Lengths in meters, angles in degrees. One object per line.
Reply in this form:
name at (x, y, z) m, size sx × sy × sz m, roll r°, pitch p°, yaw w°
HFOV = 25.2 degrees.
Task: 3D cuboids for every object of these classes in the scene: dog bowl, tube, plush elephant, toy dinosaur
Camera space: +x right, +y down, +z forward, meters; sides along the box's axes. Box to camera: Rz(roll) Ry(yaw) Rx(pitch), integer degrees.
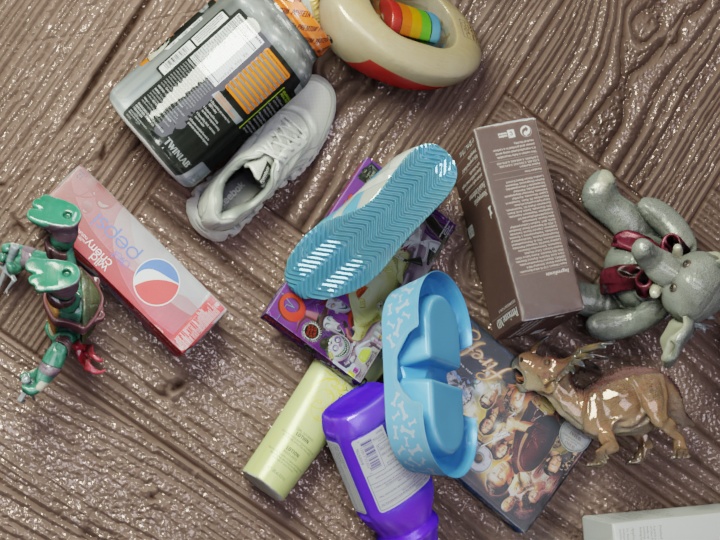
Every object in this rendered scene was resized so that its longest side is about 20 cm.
dog bowl at (0.065, 0.103, 1.565) m, size 0.111 × 0.049 × 0.202 m, roll 21°, pitch 62°, yaw -56°
tube at (-0.042, 0.134, 1.606) m, size 0.201 × 0.052 × 0.058 m, roll -54°, pitch 142°, yaw -17°
plush elephant at (0.306, 0.006, 1.645) m, size 0.199 × 0.155 × 0.166 m, roll 31°, pitch 80°, yaw -10°
toy dinosaur at (0.264, 0.128, 1.632) m, size 0.198 × 0.086 × 0.137 m, roll -2°, pitch 80°, yaw -20°

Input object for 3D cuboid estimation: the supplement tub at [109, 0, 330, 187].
supplement tub at (-0.132, -0.187, 1.546) m, size 0.200 × 0.123 × 0.123 m, roll -41°, pitch 97°, yaw -2°

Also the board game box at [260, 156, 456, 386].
board game box at (0.000, 0.000, 1.617) m, size 0.120 × 0.032 × 0.201 m, roll 34°, pitch 69°, yaw -6°

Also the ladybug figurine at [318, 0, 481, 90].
ladybug figurine at (0.036, -0.236, 1.612) m, size 0.199 × 0.072 × 0.137 m, roll 14°, pitch 48°, yaw -35°

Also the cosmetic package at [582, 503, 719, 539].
cosmetic package at (0.340, 0.301, 1.673) m, size 0.198 × 0.085 × 0.109 m, roll -2°, pitch 87°, yaw -15°

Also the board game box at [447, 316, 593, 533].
board game box at (0.130, 0.154, 1.654) m, size 0.200 × 0.035 × 0.136 m, roll 40°, pitch 78°, yaw -9°

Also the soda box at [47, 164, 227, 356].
soda box at (-0.223, -0.007, 1.554) m, size 0.200 × 0.070 × 0.063 m, roll 46°, pitch 77°, yaw -7°

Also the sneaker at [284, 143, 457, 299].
sneaker at (0.010, -0.043, 1.579) m, size 0.200 × 0.081 × 0.077 m, roll -39°, pitch 94°, yaw -3°

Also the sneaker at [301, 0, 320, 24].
sneaker at (-0.098, -0.321, 1.616) m, size 0.087 × 0.076 × 0.202 m, roll -23°, pitch 98°, yaw 11°

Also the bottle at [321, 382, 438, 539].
bottle at (0.030, 0.213, 1.593) m, size 0.083 × 0.065 × 0.201 m, roll -32°, pitch 110°, yaw -28°

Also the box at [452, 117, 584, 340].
box at (0.155, -0.040, 1.624) m, size 0.074 × 0.100 × 0.202 m, roll -12°, pitch 79°, yaw -15°

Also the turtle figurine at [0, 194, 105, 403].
turtle figurine at (-0.288, 0.028, 1.501) m, size 0.100 × 0.201 × 0.151 m, roll -13°, pitch 61°, yaw -22°

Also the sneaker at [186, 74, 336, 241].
sneaker at (-0.089, -0.113, 1.592) m, size 0.075 × 0.081 × 0.201 m, roll 40°, pitch 77°, yaw -7°
